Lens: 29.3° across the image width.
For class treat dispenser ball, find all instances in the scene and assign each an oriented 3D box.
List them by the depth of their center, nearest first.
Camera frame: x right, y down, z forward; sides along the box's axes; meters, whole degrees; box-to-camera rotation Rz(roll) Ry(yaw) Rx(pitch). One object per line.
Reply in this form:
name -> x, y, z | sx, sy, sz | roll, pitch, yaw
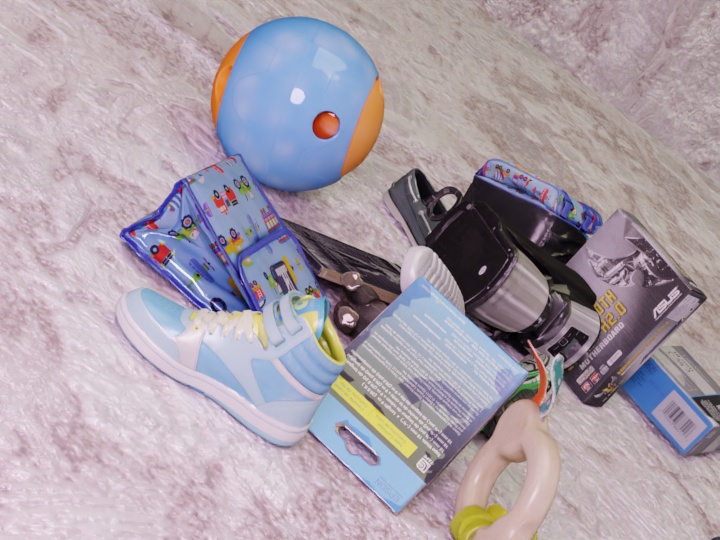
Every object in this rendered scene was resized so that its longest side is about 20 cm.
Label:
treat dispenser ball -> -0.072, -0.192, 1.595 | 0.201, 0.201, 0.201 | 33, 23, -15

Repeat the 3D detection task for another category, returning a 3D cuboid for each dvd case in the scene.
dvd case -> 0.000, 0.000, 1.540 | 0.200, 0.016, 0.149 | 21, 13, -36

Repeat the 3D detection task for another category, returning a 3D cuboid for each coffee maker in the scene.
coffee maker -> 0.185, 0.007, 1.670 | 0.200, 0.135, 0.192 | 34, 41, -39

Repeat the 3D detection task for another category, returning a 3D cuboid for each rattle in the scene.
rattle -> 0.178, 0.185, 1.266 | 0.143, 0.130, 0.200 | 26, 66, -7

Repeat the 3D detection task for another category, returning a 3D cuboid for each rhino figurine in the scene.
rhino figurine -> 0.047, 0.086, 1.420 | 0.200, 0.060, 0.087 | 43, -8, 7

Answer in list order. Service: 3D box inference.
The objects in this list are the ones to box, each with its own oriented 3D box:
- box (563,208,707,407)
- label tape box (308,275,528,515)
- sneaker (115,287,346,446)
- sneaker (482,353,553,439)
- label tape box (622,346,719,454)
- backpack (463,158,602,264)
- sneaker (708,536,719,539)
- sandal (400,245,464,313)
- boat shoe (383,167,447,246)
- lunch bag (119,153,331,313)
box -> 0.314, 0.047, 1.740 | 0.048, 0.200, 0.158 | 19, 29, -48
label tape box -> 0.041, 0.124, 1.309 | 0.144, 0.063, 0.200 | 43, 63, 9
sneaker -> -0.100, 0.047, 1.180 | 0.200, 0.131, 0.080 | 34, 23, -10
sneaker -> 0.162, 0.121, 1.521 | 0.085, 0.078, 0.200 | 41, 21, 13
label tape box -> 0.449, 0.173, 1.871 | 0.200, 0.063, 0.144 | 4, 41, -55
backpack -> 0.242, -0.046, 1.867 | 0.200, 0.135, 0.182 | 25, 5, -44
sneaker -> 0.442, 0.319, 1.488 | 0.077, 0.146, 0.202 | 33, 21, -9
sandal -> 0.071, 0.038, 1.472 | 0.050, 0.083, 0.203 | 10, -34, 25
boat shoe -> 0.101, -0.053, 1.785 | 0.073, 0.062, 0.200 | 15, 33, -49
lunch bag -> -0.114, 0.001, 1.338 | 0.200, 0.094, 0.151 | 51, 21, -2
